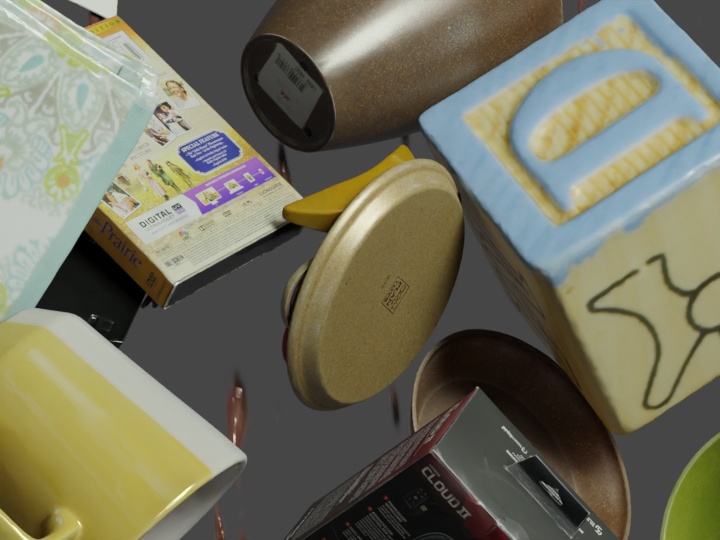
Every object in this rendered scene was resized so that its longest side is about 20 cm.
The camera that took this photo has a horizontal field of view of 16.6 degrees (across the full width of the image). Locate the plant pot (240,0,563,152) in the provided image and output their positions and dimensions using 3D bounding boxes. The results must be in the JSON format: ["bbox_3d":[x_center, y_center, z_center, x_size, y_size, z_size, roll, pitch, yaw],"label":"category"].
[{"bbox_3d":[0.013,-0.171,1.796,0.200,0.187,0.187,-35,87,-37],"label":"plant pot"}]

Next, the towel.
[{"bbox_3d":[-0.236,-0.076,1.495,0.171,0.048,0.200,32,87,-17],"label":"towel"}]

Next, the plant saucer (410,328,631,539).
[{"bbox_3d":[0.106,0.138,1.744,0.200,0.037,0.201,24,47,-28],"label":"plant saucer"}]

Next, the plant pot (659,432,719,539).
[{"bbox_3d":[0.352,0.219,1.827,0.200,0.187,0.187,27,44,-47],"label":"plant pot"}]

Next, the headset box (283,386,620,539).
[{"bbox_3d":[0.060,0.178,1.543,0.149,0.200,0.077,46,41,-5],"label":"headset box"}]

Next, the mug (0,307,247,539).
[{"bbox_3d":[-0.169,0.100,1.419,0.149,0.187,0.153,-41,82,-11],"label":"mug"}]

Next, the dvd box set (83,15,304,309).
[{"bbox_3d":[-0.146,-0.075,1.625,0.200,0.029,0.146,44,41,13],"label":"dvd box set"}]

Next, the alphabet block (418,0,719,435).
[{"bbox_3d":[0.188,-0.042,1.742,0.196,0.195,0.200,57,-2,45],"label":"alphabet block"}]

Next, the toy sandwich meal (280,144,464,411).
[{"bbox_3d":[0.000,0.000,1.670,0.070,0.206,0.205,28,31,28],"label":"toy sandwich meal"}]

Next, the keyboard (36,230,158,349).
[{"bbox_3d":[-0.155,-0.011,1.623,0.104,0.040,0.200,21,45,0],"label":"keyboard"}]

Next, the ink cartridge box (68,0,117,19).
[{"bbox_3d":[-0.198,-0.289,1.752,0.116,0.067,0.200,24,47,-30],"label":"ink cartridge box"}]
